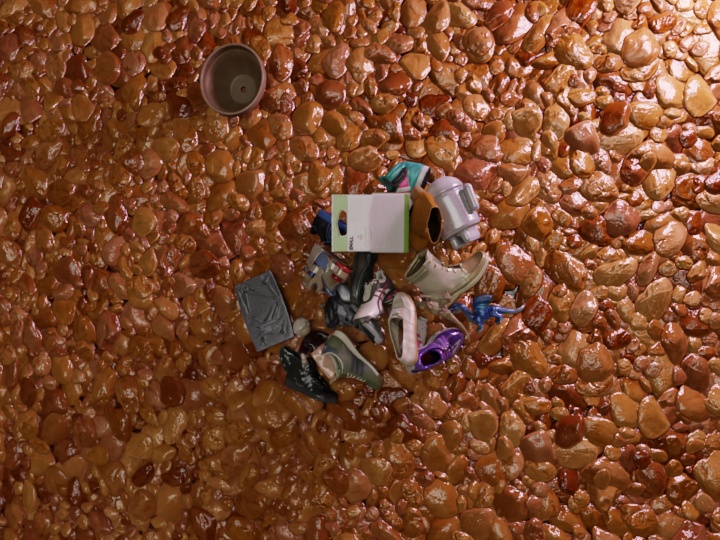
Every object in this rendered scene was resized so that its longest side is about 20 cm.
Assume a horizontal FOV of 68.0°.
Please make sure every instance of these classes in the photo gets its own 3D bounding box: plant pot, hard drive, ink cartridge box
[{"bbox_3d":[-0.356,-0.538,1.546,0.196,0.093,0.206,0,87,11],"label":"plant pot"},{"bbox_3d":[-0.272,0.116,1.535,0.133,0.042,0.204,-22,84,10],"label":"hard drive"},{"bbox_3d":[0.024,-0.122,1.371,0.195,0.076,0.152,0,94,-3],"label":"ink cartridge box"}]

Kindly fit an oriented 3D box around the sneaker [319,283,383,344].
[{"bbox_3d":[-0.028,0.141,1.472,0.113,0.075,0.201,-41,79,12],"label":"sneaker"}]

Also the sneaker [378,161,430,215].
[{"bbox_3d":[0.098,-0.208,1.449,0.119,0.083,0.203,27,98,15],"label":"sneaker"}]

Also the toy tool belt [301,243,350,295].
[{"bbox_3d":[-0.096,0.019,1.428,0.124,0.200,0.124,30,95,-26],"label":"toy tool belt"}]

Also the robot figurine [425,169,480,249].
[{"bbox_3d":[0.239,-0.160,1.402,0.169,0.112,0.203,-32,80,42],"label":"robot figurine"}]

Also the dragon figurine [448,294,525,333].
[{"bbox_3d":[0.327,0.098,1.400,0.197,0.059,0.101,-24,91,17],"label":"dragon figurine"}]

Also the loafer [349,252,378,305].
[{"bbox_3d":[0.000,0.000,1.458,0.062,0.072,0.204,5,65,27],"label":"loafer"}]

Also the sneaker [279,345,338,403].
[{"bbox_3d":[-0.144,0.291,1.495,0.196,0.060,0.106,18,95,14],"label":"sneaker"}]

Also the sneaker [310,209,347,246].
[{"bbox_3d":[-0.059,-0.092,1.472,0.199,0.070,0.079,36,105,32],"label":"sneaker"}]

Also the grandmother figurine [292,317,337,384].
[{"bbox_3d":[-0.121,0.218,1.485,0.201,0.120,0.061,52,139,9],"label":"grandmother figurine"}]

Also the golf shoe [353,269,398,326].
[{"bbox_3d":[0.027,0.075,1.399,0.076,0.200,0.089,-20,104,34],"label":"golf shoe"}]

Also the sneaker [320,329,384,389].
[{"bbox_3d":[-0.029,0.264,1.439,0.201,0.067,0.090,50,61,-6],"label":"sneaker"}]

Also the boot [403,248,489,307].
[{"bbox_3d":[0.225,-0.007,1.390,0.200,0.072,0.154,-44,114,10],"label":"boot"}]

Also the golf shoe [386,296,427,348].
[{"bbox_3d":[0.148,0.168,1.433,0.091,0.073,0.203,-28,83,8],"label":"golf shoe"}]

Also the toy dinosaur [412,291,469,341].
[{"bbox_3d":[0.212,0.104,1.385,0.197,0.102,0.059,26,65,9],"label":"toy dinosaur"}]

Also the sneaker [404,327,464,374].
[{"bbox_3d":[0.205,0.213,1.379,0.198,0.083,0.082,-27,96,-31],"label":"sneaker"}]

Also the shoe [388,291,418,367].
[{"bbox_3d":[0.106,0.141,1.350,0.070,0.053,0.204,-36,48,40],"label":"shoe"}]

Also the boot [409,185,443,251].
[{"bbox_3d":[0.165,-0.102,1.363,0.069,0.145,0.204,-11,126,-8],"label":"boot"}]
